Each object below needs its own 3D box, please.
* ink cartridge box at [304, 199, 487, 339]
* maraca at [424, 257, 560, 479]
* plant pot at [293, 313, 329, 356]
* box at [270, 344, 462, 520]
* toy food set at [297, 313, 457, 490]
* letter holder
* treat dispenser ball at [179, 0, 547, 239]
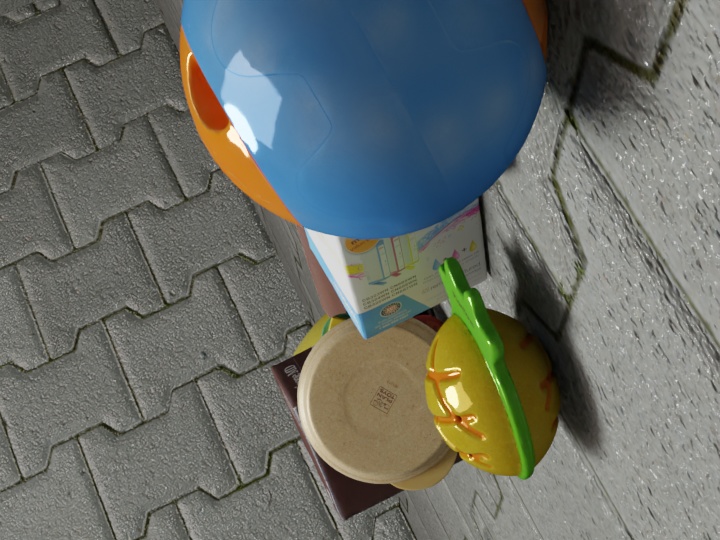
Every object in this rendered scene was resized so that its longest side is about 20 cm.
[{"bbox_3d":[0.017,-0.067,0.909,0.126,0.127,0.201,59,171,37],"label":"ink cartridge box"},{"bbox_3d":[0.101,0.081,0.874,0.137,0.106,0.202,-125,13,-54],"label":"maraca"},{"bbox_3d":[-0.034,0.161,1.903,0.200,0.141,0.202,155,90,-83],"label":"plant pot"},{"bbox_3d":[0.019,0.170,1.364,0.166,0.198,0.166,68,171,-18],"label":"box"},{"bbox_3d":[0.028,0.142,1.232,0.049,0.197,0.201,-64,-12,-86],"label":"toy food set"},{"bbox_3d":[0.000,0.000,1.348,0.200,0.100,0.144,-134,22,-67],"label":"letter holder"},{"bbox_3d":[0.002,-0.119,0.587,0.202,0.199,0.201,63,172,16],"label":"treat dispenser ball"}]
